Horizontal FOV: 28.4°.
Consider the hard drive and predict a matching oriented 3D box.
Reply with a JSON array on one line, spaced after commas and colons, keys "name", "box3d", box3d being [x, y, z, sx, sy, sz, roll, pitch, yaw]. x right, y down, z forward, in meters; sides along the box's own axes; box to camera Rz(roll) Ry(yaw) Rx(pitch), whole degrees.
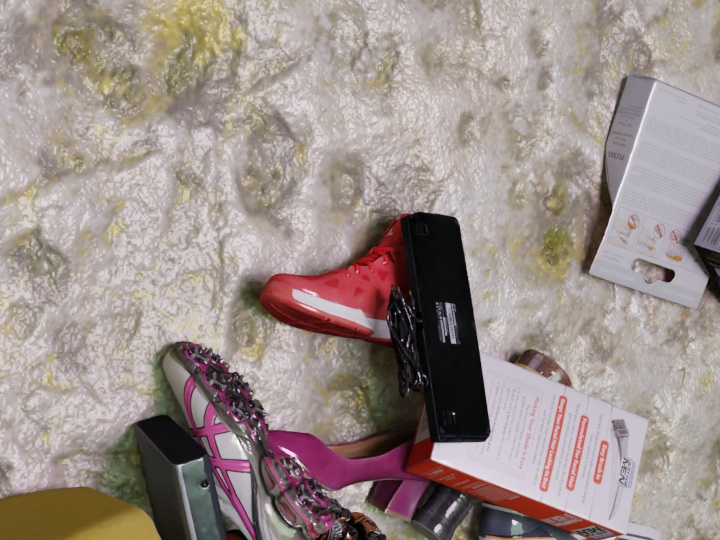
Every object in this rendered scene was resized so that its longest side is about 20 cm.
[{"name": "hard drive", "box3d": [-0.132, 0.228, 1.138, 0.033, 0.139, 0.203, -15, 103, -19]}]

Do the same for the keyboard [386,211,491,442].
[{"name": "keyboard", "box3d": [0.056, 0.048, 1.216, 0.103, 0.039, 0.203, 9, 68, -46]}]

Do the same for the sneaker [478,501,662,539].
[{"name": "sneaker", "box3d": [0.200, 0.267, 1.380, 0.198, 0.078, 0.080, 14, 83, -20]}]

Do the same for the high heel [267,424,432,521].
[{"name": "high heel", "box3d": [-0.002, 0.150, 1.248, 0.199, 0.067, 0.097, 28, 86, -33]}]

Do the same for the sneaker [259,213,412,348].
[{"name": "sneaker", "box3d": [0.000, 0.000, 1.246, 0.199, 0.078, 0.117, 18, 77, -43]}]

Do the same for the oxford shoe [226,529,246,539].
[{"name": "oxford shoe", "box3d": [-0.056, 0.289, 1.246, 0.200, 0.071, 0.073, 51, 38, -18]}]

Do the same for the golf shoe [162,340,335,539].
[{"name": "golf shoe", "box3d": [-0.110, 0.150, 1.153, 0.092, 0.072, 0.201, -40, 73, 15]}]

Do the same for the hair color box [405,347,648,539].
[{"name": "hair color box", "box3d": [0.150, 0.155, 1.268, 0.198, 0.064, 0.112, 22, 67, -13]}]

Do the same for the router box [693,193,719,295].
[{"name": "router box", "box3d": [0.427, -0.065, 1.467, 0.201, 0.052, 0.157, -60, 142, -12]}]

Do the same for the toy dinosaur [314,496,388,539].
[{"name": "toy dinosaur", "box3d": [-0.007, 0.240, 1.219, 0.198, 0.136, 0.103, 15, 108, -19]}]

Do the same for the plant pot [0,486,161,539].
[{"name": "plant pot", "box3d": [-0.235, 0.269, 1.058, 0.199, 0.193, 0.197, -36, 112, -28]}]

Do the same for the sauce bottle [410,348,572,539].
[{"name": "sauce bottle", "box3d": [0.121, 0.168, 1.331, 0.065, 0.064, 0.201, 46, 73, -26]}]

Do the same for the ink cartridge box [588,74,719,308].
[{"name": "ink cartridge box", "box3d": [0.309, -0.078, 1.438, 0.159, 0.047, 0.202, 16, 96, -32]}]
